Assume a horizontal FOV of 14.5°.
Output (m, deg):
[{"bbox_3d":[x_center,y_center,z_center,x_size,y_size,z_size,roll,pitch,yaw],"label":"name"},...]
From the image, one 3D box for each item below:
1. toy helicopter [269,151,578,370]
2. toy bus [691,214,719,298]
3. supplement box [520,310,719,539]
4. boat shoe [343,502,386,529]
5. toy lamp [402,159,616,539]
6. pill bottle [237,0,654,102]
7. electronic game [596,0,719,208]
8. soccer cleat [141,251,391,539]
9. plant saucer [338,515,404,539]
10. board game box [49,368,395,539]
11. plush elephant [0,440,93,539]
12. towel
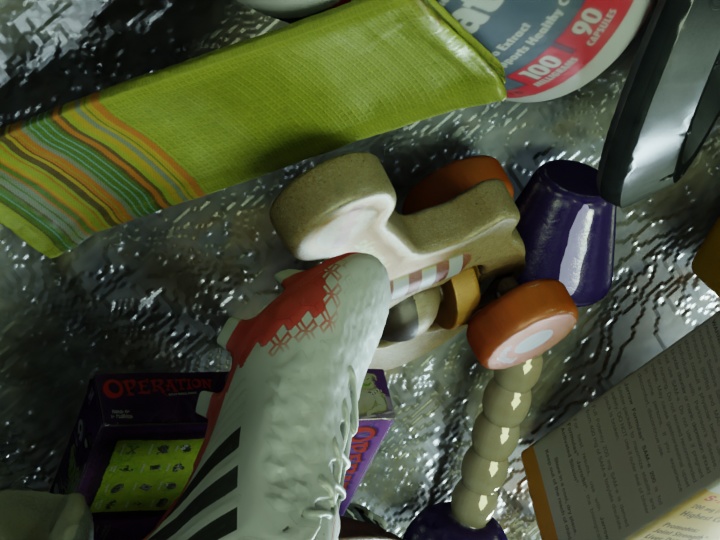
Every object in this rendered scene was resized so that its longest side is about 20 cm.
[{"bbox_3d":[0.000,0.000,1.110,0.132,0.079,0.200,-29,160,6],"label":"toy helicopter"},{"bbox_3d":[0.236,-0.064,1.274,0.078,0.065,0.201,16,112,-40],"label":"toy bus"},{"bbox_3d":[0.184,0.076,1.266,0.125,0.074,0.200,8,147,-36],"label":"supplement box"},{"bbox_3d":[-0.009,0.139,1.248,0.060,0.075,0.201,-51,134,-36],"label":"boat shoe"},{"bbox_3d":[0.067,0.045,1.239,0.058,0.058,0.201,-3,125,-34],"label":"toy lamp"},{"bbox_3d":[0.007,-0.140,1.013,0.199,0.120,0.120,15,112,-41],"label":"pill bottle"},{"bbox_3d":[0.142,-0.117,1.115,0.201,0.041,0.200,-61,170,-18],"label":"electronic game"},{"bbox_3d":[-0.031,0.082,0.997,0.200,0.085,0.069,-56,146,-23],"label":"soccer cleat"},{"bbox_3d":[-0.066,0.153,1.130,0.199,0.032,0.201,-24,153,-13],"label":"plant saucer"},{"bbox_3d":[-0.071,0.106,1.138,0.119,0.032,0.200,3,143,-19],"label":"board game box"},{"bbox_3d":[-0.183,0.117,1.038,0.199,0.155,0.166,4,118,-37],"label":"plush elephant"},{"bbox_3d":[-0.052,-0.052,1.022,0.199,0.018,0.086,-18,155,22],"label":"towel"}]
